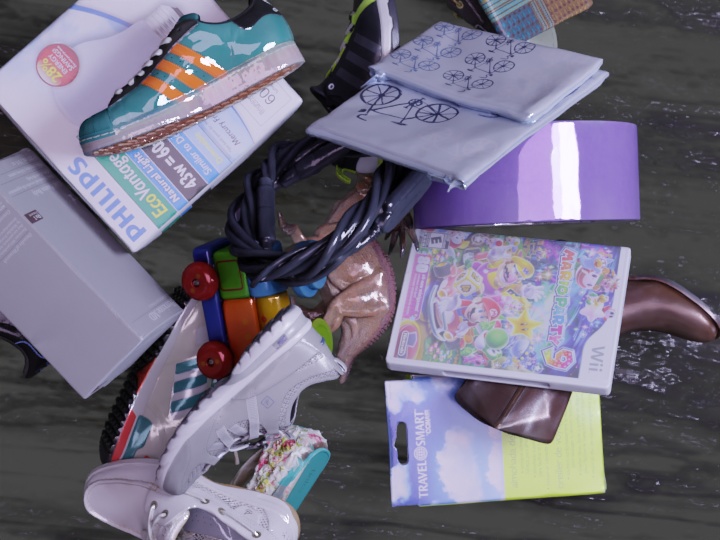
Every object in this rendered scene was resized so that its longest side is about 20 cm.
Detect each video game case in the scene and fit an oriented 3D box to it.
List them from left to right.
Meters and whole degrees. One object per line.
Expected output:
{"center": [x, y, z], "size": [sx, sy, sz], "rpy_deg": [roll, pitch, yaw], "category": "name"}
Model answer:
{"center": [0.133, 0.034, 1.463], "size": [0.199, 0.018, 0.144], "rpy_deg": [6, 61, 14], "category": "video game case"}

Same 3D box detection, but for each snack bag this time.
{"center": [0.075, -0.144, 1.366], "size": [0.200, 0.188, 0.021], "rpy_deg": [-38, 133, -31], "category": "snack bag"}

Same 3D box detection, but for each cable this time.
{"center": [-0.039, -0.061, 1.368], "size": [0.200, 0.163, 0.051], "rpy_deg": [-49, 138, -29], "category": "cable"}

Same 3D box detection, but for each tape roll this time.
{"center": [0.144, -0.081, 1.435], "size": [0.199, 0.200, 0.085], "rpy_deg": [-2, 90, -5], "category": "tape roll"}

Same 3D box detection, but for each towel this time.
{"center": [0.125, -0.307, 1.483], "size": [0.147, 0.022, 0.200], "rpy_deg": [-32, 95, -43], "category": "towel"}

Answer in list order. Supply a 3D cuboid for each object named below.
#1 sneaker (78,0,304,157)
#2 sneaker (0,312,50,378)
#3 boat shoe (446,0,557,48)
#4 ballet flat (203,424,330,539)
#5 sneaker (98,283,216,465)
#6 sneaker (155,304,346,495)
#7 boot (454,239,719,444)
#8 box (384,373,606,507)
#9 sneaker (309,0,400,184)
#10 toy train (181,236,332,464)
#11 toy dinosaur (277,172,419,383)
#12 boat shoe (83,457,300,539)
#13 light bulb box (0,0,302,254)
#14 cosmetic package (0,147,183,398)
{"center": [-0.151, -0.162, 1.354], "size": [0.200, 0.071, 0.080], "rpy_deg": [-27, 88, -10], "category": "sneaker"}
{"center": [-0.347, 0.014, 1.457], "size": [0.200, 0.070, 0.078], "rpy_deg": [37, 80, -5], "category": "sneaker"}
{"center": [0.103, -0.266, 1.503], "size": [0.201, 0.061, 0.072], "rpy_deg": [52, 43, -10], "category": "boat shoe"}
{"center": [-0.101, 0.224, 1.490], "size": [0.064, 0.076, 0.200], "rpy_deg": [31, 82, 26], "category": "ballet flat"}
{"center": [-0.156, 0.100, 1.483], "size": [0.093, 0.070, 0.200], "rpy_deg": [28, 87, -20], "category": "sneaker"}
{"center": [-0.095, 0.125, 1.361], "size": [0.082, 0.075, 0.200], "rpy_deg": [42, 108, -3], "category": "sneaker"}
{"center": [0.204, 0.087, 1.462], "size": [0.186, 0.064, 0.200], "rpy_deg": [23, 62, 21], "category": "boot"}
{"center": [0.122, 0.151, 1.509], "size": [0.199, 0.048, 0.122], "rpy_deg": [-4, 90, -5], "category": "box"}
{"center": [-0.005, -0.179, 1.475], "size": [0.083, 0.072, 0.201], "rpy_deg": [-4, 78, -3], "category": "sneaker"}
{"center": [-0.075, 0.069, 1.416], "size": [0.115, 0.085, 0.201], "rpy_deg": [-5, 101, 27], "category": "toy train"}
{"center": [0.000, 0.000, 1.479], "size": [0.135, 0.086, 0.201], "rpy_deg": [-9, 91, -5], "category": "toy dinosaur"}
{"center": [-0.155, 0.215, 1.415], "size": [0.199, 0.069, 0.071], "rpy_deg": [9, 117, 14], "category": "boat shoe"}
{"center": [-0.191, -0.150, 1.443], "size": [0.200, 0.125, 0.198], "rpy_deg": [-43, 94, -4], "category": "light bulb box"}
{"center": [-0.258, 0.002, 1.393], "size": [0.200, 0.107, 0.090], "rpy_deg": [43, 109, -1], "category": "cosmetic package"}
